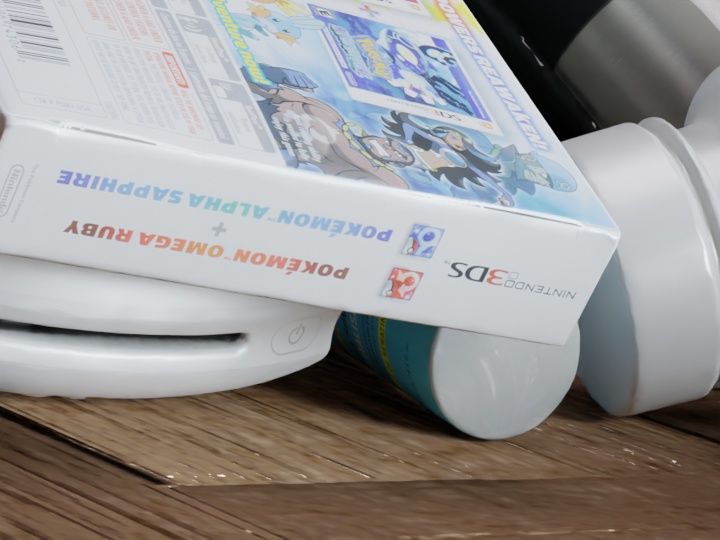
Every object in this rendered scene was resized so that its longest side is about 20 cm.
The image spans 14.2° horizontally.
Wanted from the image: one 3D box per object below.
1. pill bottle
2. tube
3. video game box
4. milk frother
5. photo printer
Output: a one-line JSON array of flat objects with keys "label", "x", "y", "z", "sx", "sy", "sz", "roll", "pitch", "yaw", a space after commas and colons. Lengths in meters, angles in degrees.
[{"label": "pill bottle", "x": 0.163, "y": -0.021, "z": 0.931, "sx": 0.199, "sy": 0.115, "sz": 0.114, "roll": -15, "pitch": 14, "yaw": -12}, {"label": "tube", "x": 0.000, "y": 0.000, "z": 0.921, "sx": 0.050, "sy": 0.078, "sz": 0.200, "roll": -21, "pitch": 22, "yaw": -20}, {"label": "video game box", "x": -0.045, "y": -0.064, "z": 0.808, "sx": 0.182, "sy": 0.047, "sz": 0.200, "roll": 8, "pitch": 32, "yaw": -27}, {"label": "milk frother", "x": 0.103, "y": -0.045, "z": 1.166, "sx": 0.188, "sy": 0.180, "sz": 0.200, "roll": 52, "pitch": -5, "yaw": 24}, {"label": "photo printer", "x": -0.104, "y": -0.037, "z": 0.840, "sx": 0.166, "sy": 0.070, "sz": 0.200, "roll": 4, "pitch": 33, "yaw": -33}]
